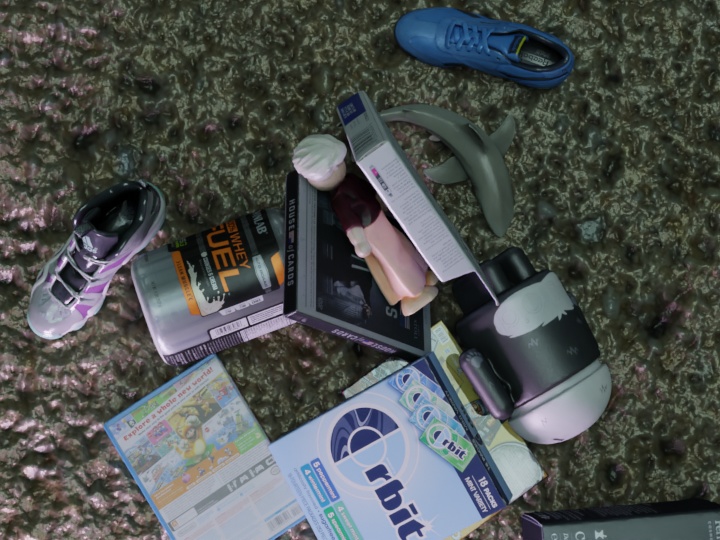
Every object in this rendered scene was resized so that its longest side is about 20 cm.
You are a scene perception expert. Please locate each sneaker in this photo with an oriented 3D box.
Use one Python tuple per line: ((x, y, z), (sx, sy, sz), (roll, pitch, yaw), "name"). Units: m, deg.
((0.134, -0.247, 1.422), (0.197, 0.078, 0.067), (15, 87, 1), "sneaker")
((-0.283, -0.019, 1.358), (0.077, 0.140, 0.201), (36, 85, 2), "sneaker")

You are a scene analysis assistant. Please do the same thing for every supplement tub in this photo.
((-0.127, 0.011, 1.369), (0.198, 0.123, 0.124), (-21, 86, -5), "supplement tub")

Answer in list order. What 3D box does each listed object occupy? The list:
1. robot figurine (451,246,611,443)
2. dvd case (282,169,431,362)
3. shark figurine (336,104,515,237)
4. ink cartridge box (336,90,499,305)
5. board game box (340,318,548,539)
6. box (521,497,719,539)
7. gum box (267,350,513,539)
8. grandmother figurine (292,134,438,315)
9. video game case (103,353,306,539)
((0.175, 0.081, 1.371), (0.149, 0.125, 0.202), (-30, 85, -1), "robot figurine")
((0.000, 0.000, 1.339), (0.025, 0.199, 0.152), (-20, 60, 39), "dvd case")
((0.090, -0.144, 1.408), (0.213, 0.090, 0.129), (28, 83, -1), "shark figurine")
((0.052, -0.067, 1.301), (0.043, 0.197, 0.201), (-32, 110, 5), "ink cartridge box")
((0.088, 0.173, 1.404), (0.135, 0.035, 0.201), (-34, 87, -4), "board game box")
((0.276, 0.345, 1.351), (0.194, 0.124, 0.203), (-5, 85, -4), "box")
((0.029, 0.206, 1.361), (0.199, 0.045, 0.171), (-31, 88, 18), "gum box")
((0.003, -0.049, 1.303), (0.060, 0.122, 0.201), (-34, 107, 13), "grandmother figurine")
((-0.162, 0.210, 1.404), (0.142, 0.018, 0.201), (-32, 87, -3), "video game case")
